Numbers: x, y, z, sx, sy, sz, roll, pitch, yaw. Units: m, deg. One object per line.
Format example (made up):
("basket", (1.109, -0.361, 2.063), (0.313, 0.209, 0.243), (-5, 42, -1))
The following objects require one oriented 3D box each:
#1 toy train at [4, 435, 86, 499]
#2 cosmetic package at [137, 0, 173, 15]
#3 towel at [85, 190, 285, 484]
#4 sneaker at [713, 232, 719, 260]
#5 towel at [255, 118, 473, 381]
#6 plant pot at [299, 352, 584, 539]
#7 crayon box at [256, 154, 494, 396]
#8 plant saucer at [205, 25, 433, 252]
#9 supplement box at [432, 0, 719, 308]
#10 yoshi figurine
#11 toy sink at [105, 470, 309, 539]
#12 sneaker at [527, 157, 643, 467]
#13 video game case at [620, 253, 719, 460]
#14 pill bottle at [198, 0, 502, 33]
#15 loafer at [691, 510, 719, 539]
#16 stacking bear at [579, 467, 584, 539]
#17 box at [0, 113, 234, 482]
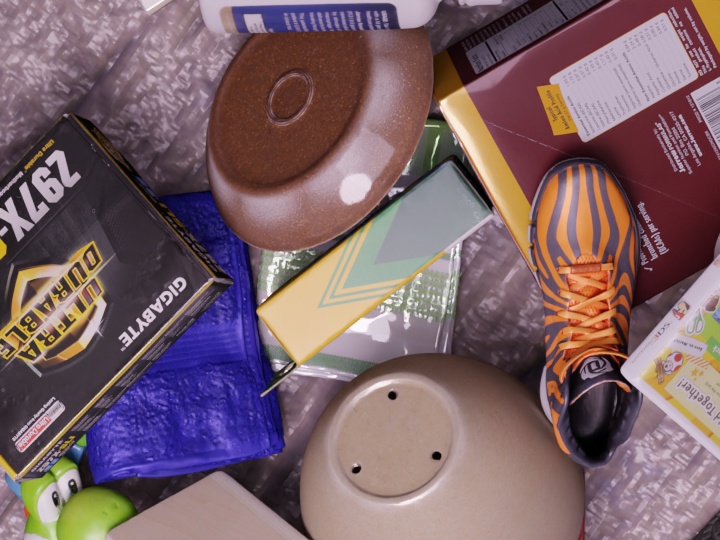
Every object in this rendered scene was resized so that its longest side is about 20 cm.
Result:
("toy train", (-0.281, 0.085, 1.649), (0.199, 0.085, 0.116), (25, 111, -1))
("cosmetic package", (-0.092, -0.276, 1.591), (0.199, 0.071, 0.106), (-31, 97, 6))
("towel", (-0.133, 0.043, 1.604), (0.147, 0.049, 0.202), (-8, 83, -26))
("sneaker", (0.304, 0.026, 1.527), (0.104, 0.075, 0.201), (-26, 130, -8))
("towel", (0.002, -0.016, 1.645), (0.148, 0.031, 0.202), (8, 98, 0))
("plant pot", (0.040, 0.137, 1.536), (0.199, 0.135, 0.202), (-8, 63, 16))
("crayon box", (0.000, 0.000, 1.573), (0.200, 0.126, 0.052), (-39, 92, 5))
("plant saucer", (-0.039, -0.113, 1.563), (0.201, 0.200, 0.037), (-51, 135, 8))
("supplement box", (0.178, -0.096, 1.561), (0.199, 0.133, 0.198), (-29, 106, 6))
("yoshi figurine", (-0.184, 0.228, 1.621), (0.111, 0.113, 0.201), (-12, 115, 11))
("toy sink", (-0.093, 0.269, 1.586), (0.112, 0.130, 0.201), (-27, 131, -28))
("sneaker", (0.154, 0.033, 1.470), (0.077, 0.112, 0.202), (-7, 108, -1))
("video game case", (0.282, 0.045, 1.462), (0.182, 0.023, 0.200), (-49, 130, 3))
("pill bottle", (-0.005, -0.215, 1.502), (0.198, 0.111, 0.112), (-1, 98, 5))
("loafer", (0.273, 0.222, 1.653), (0.199, 0.075, 0.070), (-36, 107, 11))
("stacking bear", (0.060, 0.202, 1.636), (0.198, 0.114, 0.122), (0, 90, 8))
("box", (-0.210, 0.018, 1.554), (0.200, 0.049, 0.160), (-44, 76, 9))
